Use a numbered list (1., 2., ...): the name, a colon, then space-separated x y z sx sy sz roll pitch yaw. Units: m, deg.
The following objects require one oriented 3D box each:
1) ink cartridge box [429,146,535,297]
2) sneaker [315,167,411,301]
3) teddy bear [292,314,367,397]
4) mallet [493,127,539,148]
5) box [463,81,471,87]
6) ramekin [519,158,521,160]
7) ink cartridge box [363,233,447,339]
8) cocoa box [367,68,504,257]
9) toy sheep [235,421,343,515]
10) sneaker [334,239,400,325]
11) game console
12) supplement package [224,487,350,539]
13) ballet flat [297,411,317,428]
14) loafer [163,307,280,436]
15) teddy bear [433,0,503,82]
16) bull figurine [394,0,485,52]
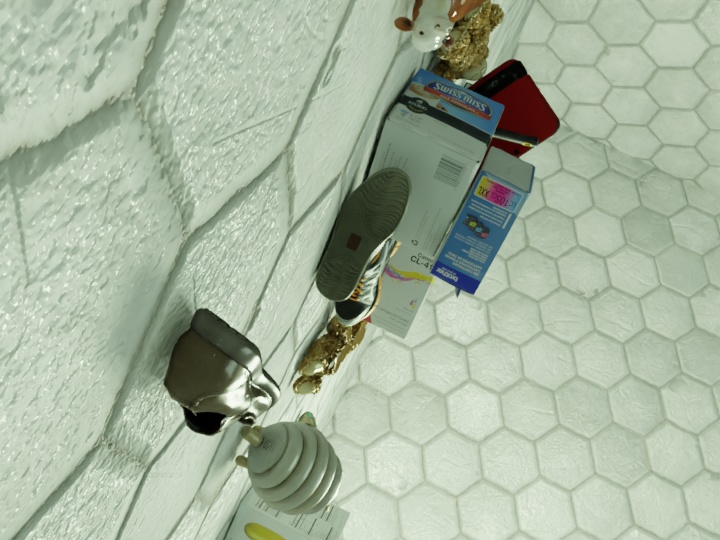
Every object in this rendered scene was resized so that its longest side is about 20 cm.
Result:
1. ink cartridge box: 0.167 -0.060 0.998 0.201 0.076 0.137 -64 176 29
2. sneaker: 0.006 -0.061 0.946 0.200 0.075 0.106 -57 -178 24
3. teddy bear: -0.062 0.143 1.265 0.200 0.067 0.145 -52 159 -34
4. mallet: 0.163 -0.211 1.048 0.066 0.199 0.041 132 -26 -72
5. box: 0.223 -0.337 1.717 0.201 0.049 0.162 -60 171 -31
6. ramekin: 0.187 -0.167 1.237 0.199 0.098 0.200 -30 -172 5
7. ink cartridge box: 0.062 0.002 1.276 0.086 0.147 0.201 -37 152 -78
8. cocoa box: 0.092 -0.146 0.975 0.132 0.133 0.200 -60 173 -39
9. toy sheep: -0.101 0.277 1.001 0.138 0.200 0.138 -30 -141 28
10. sneaker: 0.000 0.000 1.143 0.077 0.078 0.201 -18 132 -63
11. game console: 0.198 -0.234 1.135 0.199 0.119 0.172 -32 -167 15
12. supplement package: -0.151 0.531 1.396 0.152 0.199 0.151 -65 173 14
13. ballet flat: -0.146 0.418 1.668 0.075 0.067 0.201 -89 -162 -65
14. loafer: -0.115 0.089 0.547 0.071 0.073 0.200 -51 165 -17
15. teddy bear: 0.157 -0.324 1.026 0.145 0.067 0.200 -60 174 -14
16. bull figurine: 0.101 -0.298 0.717 0.122 0.065 0.200 -59 180 36
